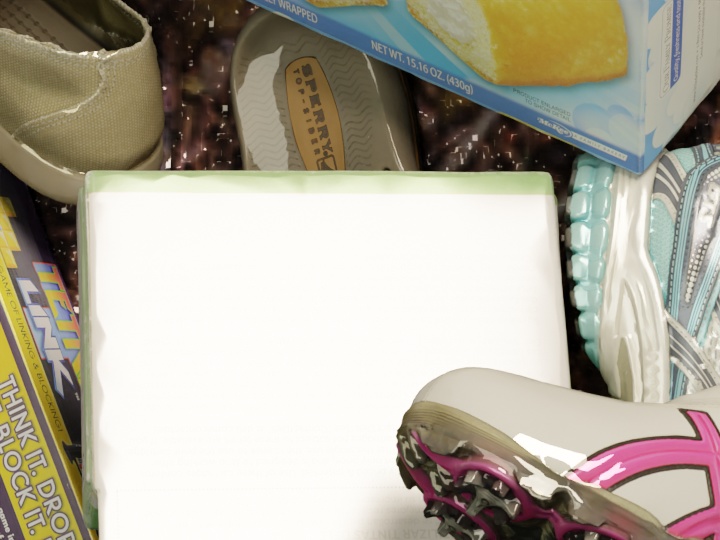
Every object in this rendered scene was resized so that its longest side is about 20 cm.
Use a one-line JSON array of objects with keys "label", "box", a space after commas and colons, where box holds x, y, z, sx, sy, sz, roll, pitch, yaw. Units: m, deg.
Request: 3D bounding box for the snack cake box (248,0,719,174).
[{"label": "snack cake box", "box": [0.018, -0.125, 0.759, 0.200, 0.115, 0.067, 26, 58, 25]}]

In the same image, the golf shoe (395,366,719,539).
[{"label": "golf shoe", "box": [0.106, 0.062, 0.688, 0.200, 0.073, 0.092, 22, 67, -10]}]

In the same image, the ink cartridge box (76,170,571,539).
[{"label": "ink cartridge box", "box": [-0.008, 0.068, 0.726, 0.145, 0.048, 0.200, 0, 70, -10]}]

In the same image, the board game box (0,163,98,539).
[{"label": "board game box", "box": [-0.167, 0.073, 0.872, 0.165, 0.057, 0.200, -25, 80, 17]}]

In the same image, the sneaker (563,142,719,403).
[{"label": "sneaker", "box": [0.116, 0.055, 0.748, 0.086, 0.078, 0.200, -10, 84, 18]}]

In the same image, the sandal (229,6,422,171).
[{"label": "sandal", "box": [0.000, 0.000, 0.807, 0.082, 0.055, 0.200, -18, 82, 21]}]

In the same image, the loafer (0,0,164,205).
[{"label": "loafer", "box": [-0.140, -0.105, 0.850, 0.200, 0.076, 0.068, 37, 130, 10]}]
